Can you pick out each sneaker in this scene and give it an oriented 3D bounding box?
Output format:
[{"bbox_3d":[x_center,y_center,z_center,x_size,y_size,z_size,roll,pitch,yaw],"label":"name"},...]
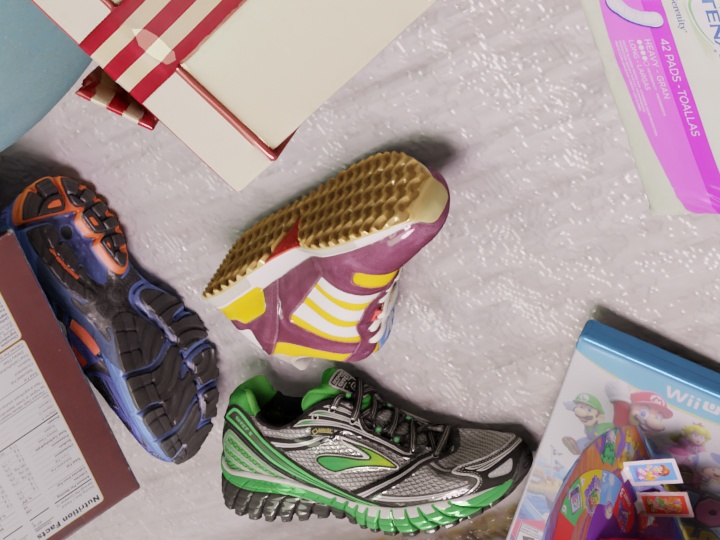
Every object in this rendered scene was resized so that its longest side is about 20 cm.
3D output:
[{"bbox_3d":[-0.156,0.032,1.567,0.078,0.075,0.200,-13,112,52],"label":"sneaker"},{"bbox_3d":[0.000,0.000,1.425,0.090,0.075,0.200,43,146,-19],"label":"sneaker"},{"bbox_3d":[0.005,0.105,1.509,0.199,0.078,0.085,2,109,22],"label":"sneaker"}]

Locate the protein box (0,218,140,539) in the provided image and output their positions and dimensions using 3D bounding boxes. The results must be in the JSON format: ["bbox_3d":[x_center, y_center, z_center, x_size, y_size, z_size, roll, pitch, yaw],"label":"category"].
[{"bbox_3d":[-0.265,0.060,1.555,0.198,0.135,0.200,30,148,53],"label":"protein box"}]

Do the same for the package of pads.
[{"bbox_3d":[0.209,-0.101,1.180,0.199,0.068,0.155,1,130,33],"label":"package of pads"}]

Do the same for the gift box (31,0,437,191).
[{"bbox_3d":[-0.055,-0.180,1.214,0.200,0.185,0.187,45,130,-4],"label":"gift box"}]

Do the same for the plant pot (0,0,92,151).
[{"bbox_3d":[-0.190,-0.178,1.317,0.135,0.200,0.200,-30,109,18],"label":"plant pot"}]

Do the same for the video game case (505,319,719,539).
[{"bbox_3d":[0.168,0.124,1.446,0.143,0.018,0.200,24,138,8],"label":"video game case"}]

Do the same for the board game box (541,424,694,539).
[{"bbox_3d":[0.157,0.186,1.379,0.039,0.158,0.200,0,130,34],"label":"board game box"}]
